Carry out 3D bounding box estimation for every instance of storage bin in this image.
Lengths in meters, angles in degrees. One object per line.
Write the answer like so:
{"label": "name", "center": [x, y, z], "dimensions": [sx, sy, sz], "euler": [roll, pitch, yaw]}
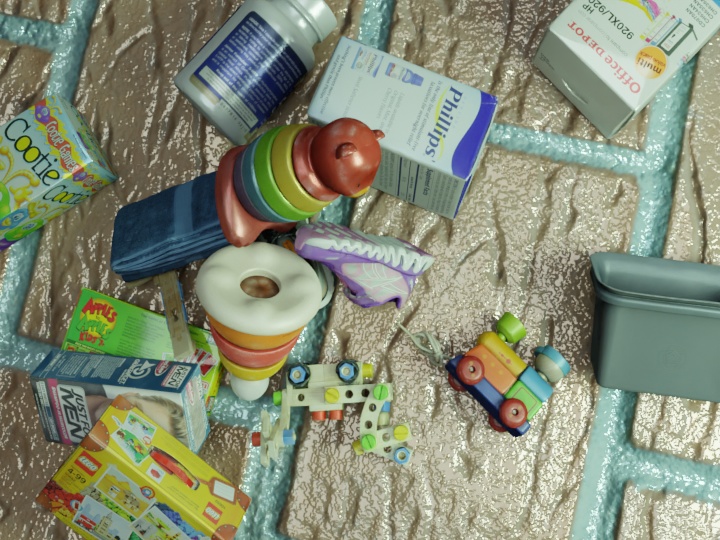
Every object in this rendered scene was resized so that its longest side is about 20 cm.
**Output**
{"label": "storage bin", "center": [0.360, 0.067, 1.136], "dimensions": [0.196, 0.146, 0.137], "euler": [8, 111, 4]}

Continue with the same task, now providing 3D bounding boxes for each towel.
{"label": "towel", "center": [-0.217, -0.061, 1.178], "dimensions": [0.197, 0.049, 0.113], "euler": [-18, 55, 18]}

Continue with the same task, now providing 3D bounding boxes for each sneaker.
{"label": "sneaker", "center": [0.000, 0.000, 1.147], "dimensions": [0.080, 0.198, 0.090], "euler": [34, 106, 47]}
{"label": "sneaker", "center": [-0.094, -0.047, 1.193], "dimensions": [0.073, 0.079, 0.202], "euler": [-29, 82, 2]}

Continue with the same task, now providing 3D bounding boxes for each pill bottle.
{"label": "pill bottle", "center": [-0.126, -0.266, 1.198], "dimensions": [0.120, 0.120, 0.200], "euler": [43, 88, 7]}

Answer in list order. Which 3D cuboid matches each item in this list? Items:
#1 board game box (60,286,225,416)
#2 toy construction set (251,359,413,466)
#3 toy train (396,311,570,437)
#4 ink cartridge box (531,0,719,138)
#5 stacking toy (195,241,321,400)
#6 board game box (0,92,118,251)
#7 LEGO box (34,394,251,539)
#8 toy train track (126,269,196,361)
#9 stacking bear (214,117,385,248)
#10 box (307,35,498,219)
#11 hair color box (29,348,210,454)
{"label": "board game box", "center": [-0.268, 0.102, 1.202], "dimensions": [0.197, 0.048, 0.103], "euler": [18, 85, 5]}
{"label": "toy construction set", "center": [-0.035, 0.176, 1.165], "dimensions": [0.196, 0.092, 0.134], "euler": [-3, 84, -8]}
{"label": "toy train", "center": [0.152, 0.094, 1.166], "dimensions": [0.200, 0.085, 0.116], "euler": [45, 77, 7]}
{"label": "ink cartridge box", "center": [0.332, -0.291, 1.161], "dimensions": [0.147, 0.145, 0.200], "euler": [44, 89, 6]}
{"label": "stacking toy", "center": [-0.129, 0.082, 1.139], "dimensions": [0.144, 0.147, 0.202], "euler": [18, 129, 5]}
{"label": "board game box", "center": [-0.426, -0.117, 1.207], "dimensions": [0.198, 0.103, 0.106], "euler": [-32, 83, 0]}
{"label": "LEGO box", "center": [-0.251, 0.266, 1.113], "dimensions": [0.199, 0.077, 0.149], "euler": [40, 122, -8]}
{"label": "toy train track", "center": [-0.228, 0.027, 1.185], "dimensions": [0.113, 0.033, 0.202], "euler": [-28, 53, 11]}
{"label": "stacking bear", "center": [-0.059, -0.109, 1.057], "dimensions": [0.198, 0.121, 0.116], "euler": [-14, 96, 42]}
{"label": "box", "center": [0.048, -0.164, 1.144], "dimensions": [0.197, 0.184, 0.106], "euler": [23, 81, 5]}
{"label": "hair color box", "center": [-0.286, 0.159, 1.145], "dimensions": [0.196, 0.061, 0.102], "euler": [4, 121, 14]}
